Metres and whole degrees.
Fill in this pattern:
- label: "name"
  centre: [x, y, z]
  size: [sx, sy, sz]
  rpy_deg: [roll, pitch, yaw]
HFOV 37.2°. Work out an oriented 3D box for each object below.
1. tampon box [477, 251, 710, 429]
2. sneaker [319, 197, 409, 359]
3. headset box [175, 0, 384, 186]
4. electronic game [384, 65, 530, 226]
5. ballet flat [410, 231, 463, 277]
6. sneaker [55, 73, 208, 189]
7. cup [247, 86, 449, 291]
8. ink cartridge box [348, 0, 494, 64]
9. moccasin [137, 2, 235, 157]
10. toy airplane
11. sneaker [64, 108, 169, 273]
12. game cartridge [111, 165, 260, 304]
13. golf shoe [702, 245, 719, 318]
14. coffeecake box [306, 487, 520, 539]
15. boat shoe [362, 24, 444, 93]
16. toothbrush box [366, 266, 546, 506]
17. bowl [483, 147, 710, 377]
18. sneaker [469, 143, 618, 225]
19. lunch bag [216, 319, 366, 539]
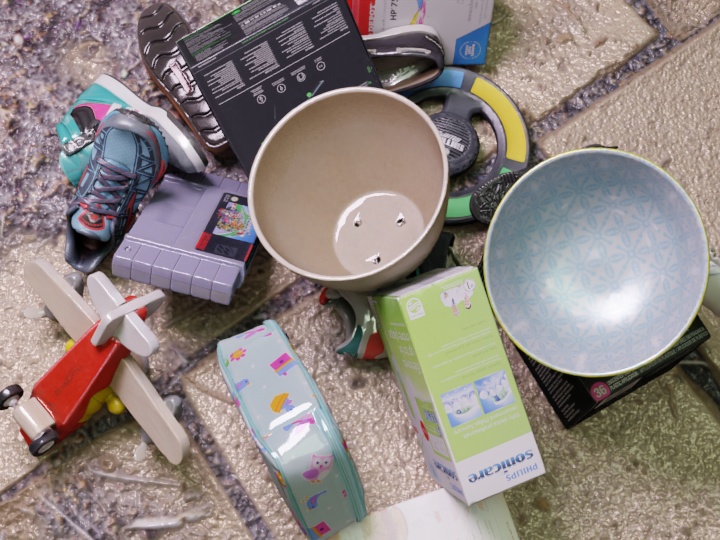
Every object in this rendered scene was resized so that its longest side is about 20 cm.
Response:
- label: "tampon box"
  centre: [0.238, 0.035, 1.132]
  size: [0.149, 0.126, 0.201]
  rpy_deg: [-27, 74, -13]
- label: "sneaker"
  centre: [0.000, 0.001, 1.159]
  size: [0.092, 0.070, 0.202]
  rpy_deg: [-3, 73, -11]
- label: "headset box"
  centre: [-0.068, -0.184, 1.128]
  size: [0.173, 0.201, 0.093]
  rpy_deg: [-30, 33, -2]
- label: "electronic game"
  centre: [0.099, -0.146, 1.234]
  size: [0.197, 0.042, 0.202]
  rpy_deg: [1, 70, -4]
- label: "ballet flat"
  centre: [0.089, 0.046, 1.152]
  size: [0.072, 0.073, 0.202]
  rpy_deg: [-3, 68, -5]
- label: "sneaker"
  centre: [-0.264, -0.132, 1.166]
  size: [0.199, 0.084, 0.121]
  rpy_deg: [33, 72, 35]
- label: "cup"
  centre: [0.004, -0.060, 1.075]
  size: [0.198, 0.143, 0.203]
  rpy_deg: [-6, 67, 14]
- label: "ink cartridge box"
  centre: [0.050, -0.303, 1.240]
  size: [0.197, 0.117, 0.068]
  rpy_deg: [-2, 47, -4]
- label: "moccasin"
  centre: [-0.191, -0.219, 1.230]
  size: [0.073, 0.078, 0.202]
  rpy_deg: [-38, 80, 0]
- label: "toy airplane"
  centre: [-0.256, 0.089, 1.074]
  size: [0.197, 0.141, 0.203]
  rpy_deg: [1, 93, 22]
- label: "sneaker"
  centre: [-0.255, -0.073, 1.098]
  size: [0.079, 0.201, 0.096]
  rpy_deg: [22, 41, -8]
- label: "game cartridge"
  centre: [-0.167, -0.044, 1.128]
  size: [0.128, 0.039, 0.201]
  rpy_deg: [11, 34, 3]
- label: "golf shoe"
  centre: [0.298, 0.000, 1.056]
  size: [0.097, 0.078, 0.200]
  rpy_deg: [-43, 73, -1]
- label: "coffeecake box"
  centre: [0.063, 0.305, 1.052]
  size: [0.198, 0.073, 0.155]
  rpy_deg: [-16, 73, -9]
- label: "boat shoe"
  centre: [0.000, -0.224, 1.222]
  size: [0.197, 0.074, 0.061]
  rpy_deg: [-11, 44, 3]
- label: "toothbrush box"
  centre: [0.088, 0.104, 1.027]
  size: [0.085, 0.146, 0.202]
  rpy_deg: [-21, 94, -10]
- label: "bowl"
  centre: [0.218, -0.007, 0.989]
  size: [0.198, 0.108, 0.203]
  rpy_deg: [0, 91, 16]
- label: "sneaker"
  centre: [0.210, -0.094, 1.190]
  size: [0.198, 0.104, 0.061]
  rpy_deg: [-22, 89, -3]
- label: "lunch bag"
  centre: [-0.066, 0.154, 1.036]
  size: [0.076, 0.161, 0.200]
  rpy_deg: [-27, 43, -8]
